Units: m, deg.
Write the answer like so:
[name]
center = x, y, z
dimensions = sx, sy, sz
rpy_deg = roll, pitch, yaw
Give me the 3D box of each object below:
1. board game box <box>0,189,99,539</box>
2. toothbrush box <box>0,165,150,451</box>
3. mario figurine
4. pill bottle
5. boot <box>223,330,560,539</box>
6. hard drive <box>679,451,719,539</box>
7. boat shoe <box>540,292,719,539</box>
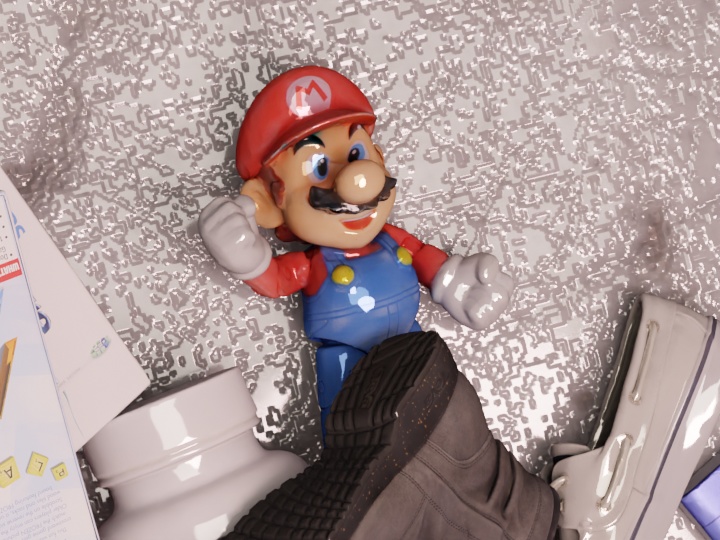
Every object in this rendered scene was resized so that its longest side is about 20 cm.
[board game box]
center = -0.213, 0.090, 0.868
dimensions = 0.200, 0.041, 0.200
rpy_deg = -21, 107, -30
[toothbrush box]
center = -0.216, 0.053, 0.938
dimensions = 0.200, 0.085, 0.146
rpy_deg = -43, 117, -21
[mario figurine]
center = 0.000, 0.000, 1.013
dimensions = 0.106, 0.123, 0.200
rpy_deg = -14, 97, 27
[pill bottle]
center = -0.058, 0.152, 1.003
dimensions = 0.111, 0.111, 0.200
rpy_deg = -22, 91, -8
[boot]
center = 0.017, 0.136, 0.956
dimensions = 0.200, 0.070, 0.132
rpy_deg = -51, 119, -29
[hard drive]
center = 0.272, 0.148, 1.090
dimensions = 0.132, 0.025, 0.200
rpy_deg = -41, 93, -7
[boat shoe]
center = 0.121, 0.106, 1.050
dimensions = 0.066, 0.072, 0.200
rpy_deg = 26, 84, -2
